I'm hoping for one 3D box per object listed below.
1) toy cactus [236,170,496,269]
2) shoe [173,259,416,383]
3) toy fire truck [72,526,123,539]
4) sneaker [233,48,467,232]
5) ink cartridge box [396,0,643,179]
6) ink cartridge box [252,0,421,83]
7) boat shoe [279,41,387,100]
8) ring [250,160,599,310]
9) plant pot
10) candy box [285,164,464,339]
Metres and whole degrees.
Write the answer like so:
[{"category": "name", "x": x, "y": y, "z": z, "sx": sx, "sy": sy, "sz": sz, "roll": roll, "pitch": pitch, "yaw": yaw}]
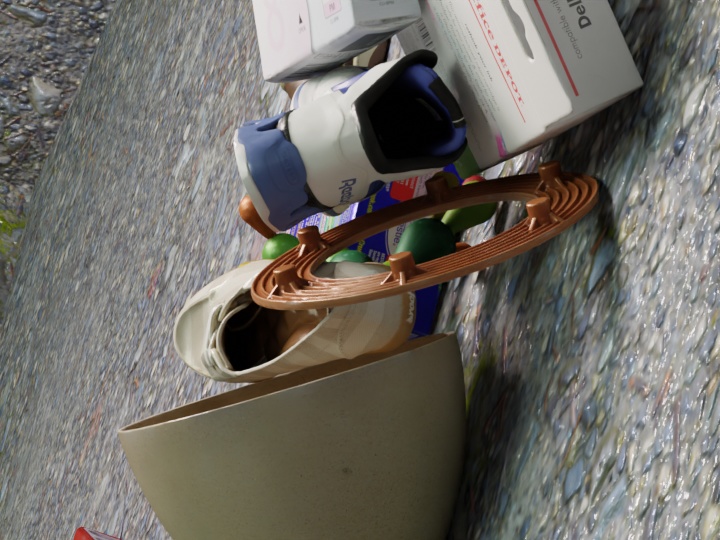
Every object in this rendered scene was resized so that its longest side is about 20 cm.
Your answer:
[{"category": "toy cactus", "x": 0.000, "y": 0.000, "z": 1.778, "sx": 0.165, "sy": 0.199, "sz": 0.103, "roll": -129, "pitch": 21, "yaw": -72}, {"category": "shoe", "x": -0.051, "y": 0.026, "z": 1.696, "sx": 0.199, "sy": 0.053, "sz": 0.070, "roll": -12, "pitch": 82, "yaw": 49}, {"category": "toy fire truck", "x": -0.096, "y": 0.209, "z": 1.848, "sx": 0.200, "sy": 0.167, "sz": 0.113, "roll": -161, "pitch": 89, "yaw": -78}, {"category": "sneaker", "x": 0.012, "y": -0.078, "z": 1.697, "sx": 0.199, "sy": 0.114, "sz": 0.081, "roll": -41, "pitch": -68, "yaw": -70}, {"category": "ink cartridge box", "x": 0.089, "y": -0.130, "z": 1.649, "sx": 0.118, "sy": 0.067, "sz": 0.200, "roll": 66, "pitch": 163, "yaw": 0}, {"category": "ink cartridge box", "x": -0.028, "y": -0.223, "z": 1.736, "sx": 0.162, "sy": 0.057, "sz": 0.201, "roll": 159, "pitch": 98, "yaw": -69}, {"category": "boat shoe", "x": -0.029, "y": -0.130, "z": 2.275, "sx": 0.075, "sy": 0.074, "sz": 0.203, "roll": 121, "pitch": 163, "yaw": -45}, {"category": "ring", "x": 0.033, "y": -0.023, "z": 1.620, "sx": 0.200, "sy": 0.199, "sz": 0.019, "roll": -129, "pitch": 22, "yaw": -76}, {"category": "plant pot", "x": -0.023, "y": 0.126, "z": 1.682, "sx": 0.200, "sy": 0.199, "sz": 0.135, "roll": 168, "pitch": 85, "yaw": -76}, {"category": "candy box", "x": 0.007, "y": -0.034, "z": 1.974, "sx": 0.200, "sy": 0.077, "sz": 0.170, "roll": 160, "pitch": 127, "yaw": -73}]
